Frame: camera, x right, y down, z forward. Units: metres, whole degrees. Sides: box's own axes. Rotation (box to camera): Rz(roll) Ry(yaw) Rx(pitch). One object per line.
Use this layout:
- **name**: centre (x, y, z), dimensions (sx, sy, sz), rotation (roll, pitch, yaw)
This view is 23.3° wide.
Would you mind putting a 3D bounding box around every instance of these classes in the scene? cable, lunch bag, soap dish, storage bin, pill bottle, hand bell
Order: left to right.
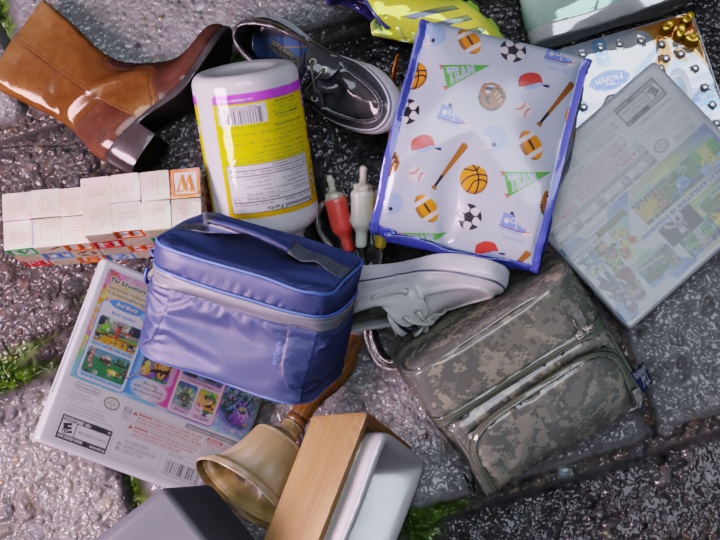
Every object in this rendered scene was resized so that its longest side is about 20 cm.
- **storage bin**: centre (-0.175, 0.274, 1.580), dimensions (0.134, 0.200, 0.146), rotation (-41, 79, 5)
- **lunch bag**: centre (-0.103, 0.021, 1.583), dimensions (0.200, 0.136, 0.133), rotation (17, 109, 11)
- **pill bottle**: centre (-0.098, -0.098, 1.686), dimensions (0.104, 0.104, 0.200), rotation (-7, 106, 3)
- **hand bell**: centre (-0.058, 0.140, 1.675), dimensions (0.104, 0.104, 0.200), rotation (33, 64, 10)
- **soap dish**: centre (-0.023, 0.235, 1.616), dimensions (0.081, 0.157, 0.200), rotation (17, 79, 22)
- **cable**: centre (0.000, 0.000, 1.700), dimensions (0.097, 0.050, 0.200), rotation (-5, 88, 20)
- **lunch bag**: centre (0.109, -0.108, 1.618), dimensions (0.170, 0.124, 0.200), rotation (13, 80, 7)
- **lunch bag**: centre (0.152, 0.099, 1.640), dimensions (0.200, 0.139, 0.168), rotation (-32, 105, -2)

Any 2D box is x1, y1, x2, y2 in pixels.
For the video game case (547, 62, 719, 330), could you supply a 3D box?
- **video game case**: centre (0.273, -0.073, 1.697), dimensions (0.200, 0.022, 0.182), rotation (-41, 79, -5)

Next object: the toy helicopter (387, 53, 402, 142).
- **toy helicopter**: centre (0.059, -0.123, 1.726), dimensions (0.132, 0.079, 0.200), rotation (33, 95, 4)

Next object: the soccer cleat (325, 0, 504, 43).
- **soccer cleat**: centre (0.054, -0.249, 1.750), dimensions (0.200, 0.065, 0.084), rotation (32, 65, 16)

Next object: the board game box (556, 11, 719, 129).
- **board game box**: centre (0.265, -0.142, 1.736), dimensions (0.200, 0.026, 0.200), rotation (-16, 77, 0)

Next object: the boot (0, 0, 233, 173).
- **boot**: centre (-0.251, -0.214, 1.784), dimensions (0.200, 0.068, 0.188), rotation (35, 90, 18)

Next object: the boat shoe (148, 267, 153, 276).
- **boat shoe**: centre (-0.206, 0.094, 1.698), dimensions (0.062, 0.073, 0.200), rotation (16, 75, 11)

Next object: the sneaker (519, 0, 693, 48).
- **sneaker**: centre (0.252, -0.305, 1.743), dimensions (0.200, 0.074, 0.118), rotation (-15, 84, 4)

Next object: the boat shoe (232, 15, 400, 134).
- **boat shoe**: centre (-0.048, -0.196, 1.719), dimensions (0.200, 0.066, 0.070), rotation (39, 113, 27)

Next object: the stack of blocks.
- **stack of blocks**: centre (-0.245, -0.050, 1.708), dimensions (0.200, 0.115, 0.059), rotation (-5, 78, 4)

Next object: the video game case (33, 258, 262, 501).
- **video game case**: centre (-0.189, 0.109, 1.669), dimensions (0.200, 0.024, 0.182), rotation (24, 79, -23)

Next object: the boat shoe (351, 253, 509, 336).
- **boat shoe**: centre (0.047, 0.030, 1.627), dimensions (0.200, 0.074, 0.065), rotation (-8, 64, 34)
